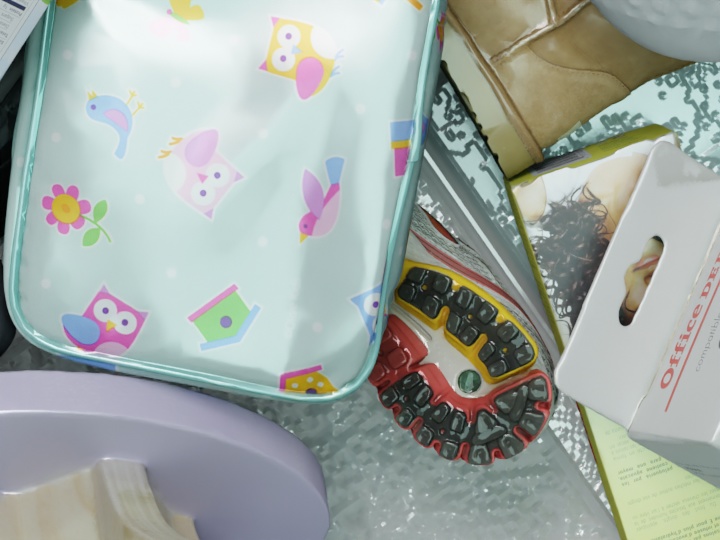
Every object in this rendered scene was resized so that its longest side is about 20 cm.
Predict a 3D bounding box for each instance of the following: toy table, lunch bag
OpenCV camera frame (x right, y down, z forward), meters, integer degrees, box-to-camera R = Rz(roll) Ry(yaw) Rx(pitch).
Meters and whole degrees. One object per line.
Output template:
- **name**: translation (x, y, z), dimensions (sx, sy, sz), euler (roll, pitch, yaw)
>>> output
- **toy table**: translation (-0.101, 0.124, 1.049), dimensions (0.199, 0.118, 0.184), euler (1, 141, -15)
- **lunch bag**: translation (-0.054, -0.059, 1.052), dimensions (0.159, 0.077, 0.201), euler (10, 95, 1)

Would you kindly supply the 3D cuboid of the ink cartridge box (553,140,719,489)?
- **ink cartridge box**: translation (0.186, 0.040, 1.107), dimensions (0.199, 0.067, 0.117), euler (28, 79, -22)

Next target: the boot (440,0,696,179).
- **boot**: translation (0.103, -0.155, 1.124), dimensions (0.199, 0.066, 0.176), euler (-32, 107, 1)

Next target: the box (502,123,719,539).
- **box**: translation (0.123, 0.046, 1.154), dimensions (0.075, 0.050, 0.201), euler (-20, 98, 0)

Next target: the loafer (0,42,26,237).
- **loafer**: translation (-0.158, -0.060, 1.127), dimensions (0.200, 0.073, 0.072), euler (-41, 75, -1)

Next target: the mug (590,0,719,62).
- **mug**: translation (0.148, -0.183, 1.020), dimensions (0.199, 0.147, 0.176), euler (-31, 135, -26)

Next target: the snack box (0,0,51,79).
- **snack box**: translation (-0.191, -0.134, 1.018), dimensions (0.200, 0.053, 0.143), euler (42, 100, 37)

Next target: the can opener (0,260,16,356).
- **can opener**: translation (-0.203, 0.040, 1.098), dimensions (0.200, 0.078, 0.064), euler (-35, 74, 42)

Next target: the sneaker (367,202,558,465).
- **sneaker**: translation (0.000, 0.000, 1.134), dimensions (0.078, 0.082, 0.200), euler (-45, 81, 12)
